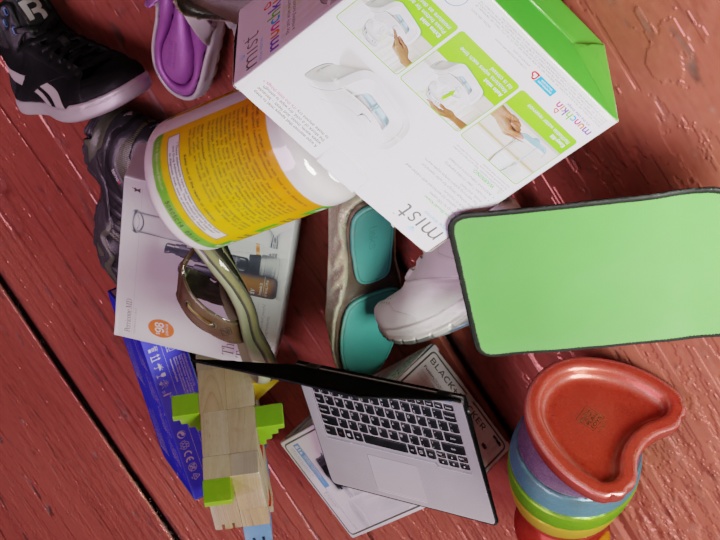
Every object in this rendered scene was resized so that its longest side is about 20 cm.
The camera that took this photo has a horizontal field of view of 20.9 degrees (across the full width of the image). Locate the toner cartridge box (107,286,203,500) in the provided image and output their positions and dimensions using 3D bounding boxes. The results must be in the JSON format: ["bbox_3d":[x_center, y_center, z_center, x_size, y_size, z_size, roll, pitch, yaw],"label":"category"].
[{"bbox_3d":[-0.183,0.113,1.881,0.095,0.043,0.201,44,153,57],"label":"toner cartridge box"}]

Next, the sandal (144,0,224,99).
[{"bbox_3d":[-0.148,-0.217,1.581,0.082,0.050,0.204,26,137,27],"label":"sandal"}]

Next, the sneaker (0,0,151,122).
[{"bbox_3d":[-0.265,-0.193,1.701,0.199,0.073,0.112,5,124,52],"label":"sneaker"}]

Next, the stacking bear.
[{"bbox_3d":[0.170,0.169,1.559,0.113,0.121,0.201,32,146,18],"label":"stacking bear"}]

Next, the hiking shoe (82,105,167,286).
[{"bbox_3d":[-0.188,-0.049,1.752,0.100,0.076,0.201,17,131,39],"label":"hiking shoe"}]

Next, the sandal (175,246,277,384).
[{"bbox_3d":[-0.120,0.029,1.638,0.080,0.057,0.202,-119,7,-49],"label":"sandal"}]

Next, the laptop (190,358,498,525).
[{"bbox_3d":[-0.011,0.140,1.603,0.186,0.116,0.201,10,127,41],"label":"laptop"}]

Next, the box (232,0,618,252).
[{"bbox_3d":[0.043,-0.137,1.323,0.176,0.097,0.200,-35,123,27],"label":"box"}]

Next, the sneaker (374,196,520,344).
[{"bbox_3d":[0.079,0.000,1.547,0.199,0.074,0.088,-26,90,45],"label":"sneaker"}]

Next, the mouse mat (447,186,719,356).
[{"bbox_3d":[0.169,0.004,1.388,0.198,0.008,0.161,-6,139,9],"label":"mouse mat"}]

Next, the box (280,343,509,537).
[{"bbox_3d":[0.027,0.152,1.719,0.117,0.060,0.200,54,142,-5],"label":"box"}]

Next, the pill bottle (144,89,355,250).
[{"bbox_3d":[-0.061,-0.094,1.506,0.199,0.111,0.112,-18,108,35],"label":"pill bottle"}]

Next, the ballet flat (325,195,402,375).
[{"bbox_3d":[0.000,0.000,1.634,0.062,0.067,0.201,-126,31,-44],"label":"ballet flat"}]

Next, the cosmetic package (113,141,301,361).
[{"bbox_3d":[-0.134,-0.009,1.705,0.150,0.052,0.201,14,135,4],"label":"cosmetic package"}]

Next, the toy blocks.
[{"bbox_3d":[-0.113,0.171,1.793,0.099,0.201,0.137,-8,136,0],"label":"toy blocks"}]

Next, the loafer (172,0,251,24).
[{"bbox_3d":[-0.050,-0.196,1.430,0.198,0.071,0.073,5,153,10],"label":"loafer"}]

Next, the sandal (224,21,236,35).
[{"bbox_3d":[-0.058,-0.192,1.530,0.082,0.050,0.203,-13,124,33],"label":"sandal"}]
